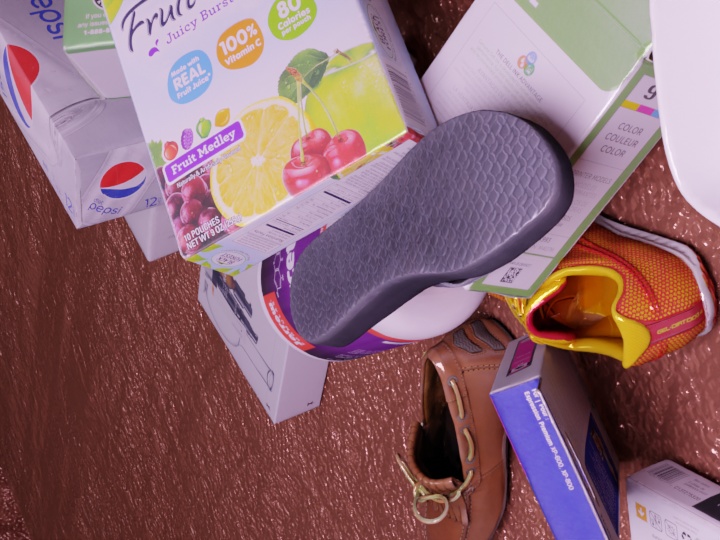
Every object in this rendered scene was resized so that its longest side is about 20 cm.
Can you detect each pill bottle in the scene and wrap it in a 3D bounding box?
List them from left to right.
[{"bbox_3d":[0.000,0.000,0.993,0.200,0.112,0.113,-24,85,66],"label":"pill bottle"}]

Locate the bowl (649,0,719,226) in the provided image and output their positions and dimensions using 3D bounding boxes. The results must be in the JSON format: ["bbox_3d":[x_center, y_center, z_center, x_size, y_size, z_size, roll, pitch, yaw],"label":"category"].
[{"bbox_3d":[0.198,-0.095,0.552,0.200,0.074,0.201,32,135,55],"label":"bowl"}]

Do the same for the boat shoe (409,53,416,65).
[{"bbox_3d":[-0.042,-0.085,0.989,0.057,0.069,0.200,44,123,-3],"label":"boat shoe"}]

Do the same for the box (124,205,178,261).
[{"bbox_3d":[-0.100,-0.124,1.068,0.107,0.152,0.200,57,152,27],"label":"box"}]

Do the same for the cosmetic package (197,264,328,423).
[{"bbox_3d":[-0.077,0.009,1.240,0.151,0.051,0.200,53,150,30],"label":"cosmetic package"}]

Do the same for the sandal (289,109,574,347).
[{"bbox_3d":[0.035,-0.019,0.732,0.200,0.043,0.076,-28,59,49],"label":"sandal"}]

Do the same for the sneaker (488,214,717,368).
[{"bbox_3d":[0.106,0.003,0.816,0.200,0.077,0.073,15,123,63],"label":"sneaker"}]

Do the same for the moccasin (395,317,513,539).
[{"bbox_3d":[0.060,0.124,0.997,0.074,0.077,0.202,52,150,36],"label":"moccasin"}]

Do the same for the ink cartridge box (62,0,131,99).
[{"bbox_3d":[-0.101,-0.217,0.919,0.084,0.145,0.201,58,-151,-71],"label":"ink cartridge box"}]

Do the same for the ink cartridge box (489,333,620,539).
[{"bbox_3d":[0.106,0.090,0.792,0.095,0.037,0.200,65,-171,-2],"label":"ink cartridge box"}]

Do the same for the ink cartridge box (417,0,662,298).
[{"bbox_3d":[0.097,-0.094,0.743,0.200,0.059,0.104,-55,52,25],"label":"ink cartridge box"}]

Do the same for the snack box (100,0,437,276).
[{"bbox_3d":[-0.055,-0.119,0.787,0.142,0.053,0.201,-28,68,21],"label":"snack box"}]

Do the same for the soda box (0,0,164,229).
[{"bbox_3d":[-0.198,-0.121,1.009,0.200,0.068,0.064,55,151,35],"label":"soda box"}]

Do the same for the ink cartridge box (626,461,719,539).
[{"bbox_3d":[0.194,0.211,0.812,0.095,0.037,0.201,25,127,57],"label":"ink cartridge box"}]
